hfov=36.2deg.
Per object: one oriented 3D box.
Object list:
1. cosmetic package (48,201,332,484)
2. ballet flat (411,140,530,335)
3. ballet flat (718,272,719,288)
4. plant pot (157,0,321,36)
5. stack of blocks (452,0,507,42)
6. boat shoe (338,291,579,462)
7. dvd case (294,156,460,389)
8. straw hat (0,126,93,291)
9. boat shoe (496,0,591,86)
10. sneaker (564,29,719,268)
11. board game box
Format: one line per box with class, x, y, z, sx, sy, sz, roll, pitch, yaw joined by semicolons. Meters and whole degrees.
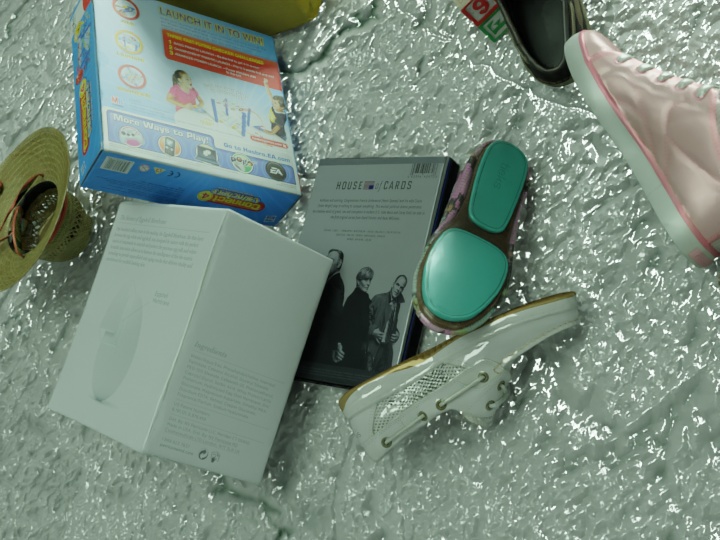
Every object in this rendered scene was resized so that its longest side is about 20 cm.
cosmetic package;-0.151;0.056;0.958;0.198;0.122;0.203;8;78;53
ballet flat;0.080;-0.015;0.831;0.071;0.068;0.201;-58;7;50
ballet flat;0.314;0.006;0.656;0.198;0.071;0.066;14;66;38
plant pot;-0.127;-0.343;1.092;0.174;0.200;0.203;12;79;30
stack of blocks;0.102;-0.311;0.967;0.115;0.058;0.201;-42;50;18
boat shoe;0.082;0.082;0.819;0.198;0.071;0.070;-29;81;18
dvd case;0.000;0.000;0.943;0.149;0.025;0.203;4;74;41
straw hat;-0.342;-0.052;1.208;0.200;0.085;0.204;-22;56;37
boat shoe;0.129;-0.240;0.846;0.074;0.073;0.202;-23;93;17
sneaker;0.227;-0.111;0.767;0.104;0.075;0.202;-39;59;26
board game box;-0.164;-0.153;1.023;0.056;0.198;0.198;-44;47;42
